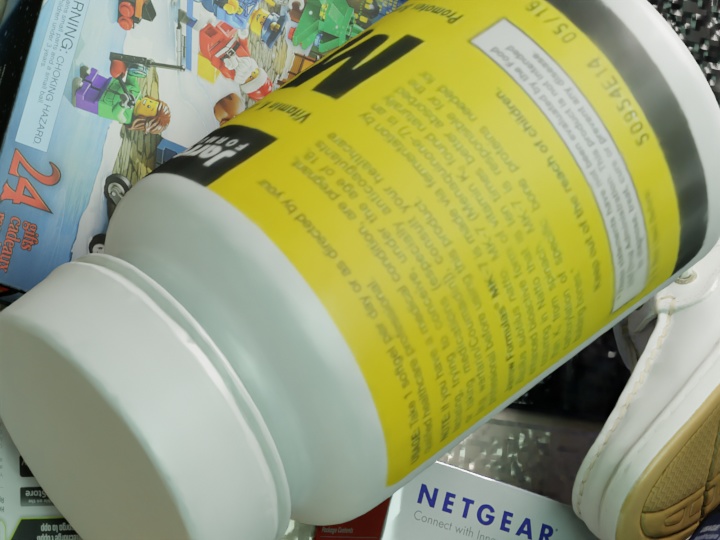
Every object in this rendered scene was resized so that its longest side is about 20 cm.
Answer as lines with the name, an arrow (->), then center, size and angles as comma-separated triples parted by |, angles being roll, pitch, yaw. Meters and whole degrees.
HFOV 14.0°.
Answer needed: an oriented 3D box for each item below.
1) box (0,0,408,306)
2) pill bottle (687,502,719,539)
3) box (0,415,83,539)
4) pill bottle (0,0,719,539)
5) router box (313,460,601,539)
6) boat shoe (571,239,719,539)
box -> -0.039, -0.072, 0.902 | 0.136, 0.038, 0.200 | 19, 78, -24
pill bottle -> 0.125, 0.134, 0.871 | 0.200, 0.112, 0.112 | -47, 106, -21
box -> -0.169, 0.075, 0.826 | 0.200, 0.035, 0.110 | 1, 83, -26
pill bottle -> 0.000, 0.000, 0.830 | 0.200, 0.114, 0.114 | -35, 101, -25
router box -> 0.065, 0.170, 0.928 | 0.200, 0.049, 0.180 | 21, 77, -24
boat shoe -> 0.111, 0.013, 0.948 | 0.069, 0.071, 0.200 | 25, 50, 19
